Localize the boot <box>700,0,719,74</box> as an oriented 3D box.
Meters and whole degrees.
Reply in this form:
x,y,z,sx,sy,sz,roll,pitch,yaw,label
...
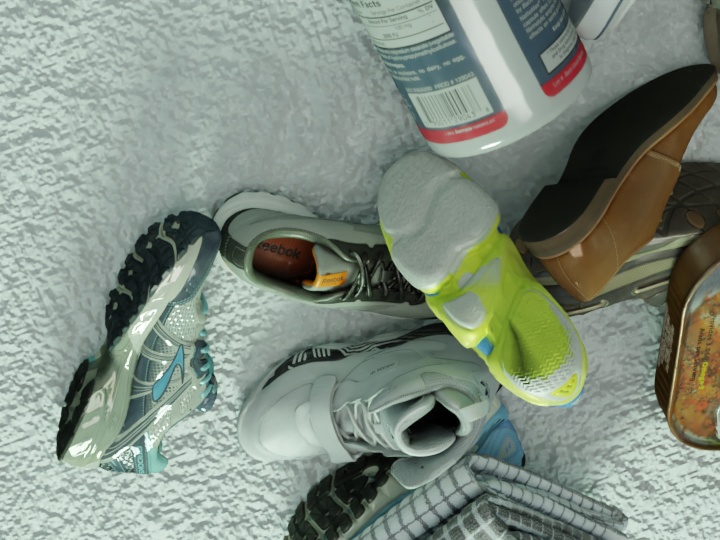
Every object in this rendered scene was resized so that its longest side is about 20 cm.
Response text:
x,y,z,sx,sy,sz,roll,pitch,yaw,label
0.284,-0.129,1.506,0.070,0.146,0.201,-15,105,-29,boot

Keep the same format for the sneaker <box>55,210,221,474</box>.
x,y,z,sx,sy,sz,roll,pitch,yaw,label
-0.130,0.050,1.551,0.086,0.078,0.200,19,115,-21,sneaker

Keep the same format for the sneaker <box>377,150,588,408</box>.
x,y,z,sx,sy,sz,roll,pitch,yaw,label
0.081,0.016,1.511,0.076,0.200,0.105,-33,153,2,sneaker

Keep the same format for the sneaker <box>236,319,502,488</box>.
x,y,z,sx,sy,sz,roll,pitch,yaw,label
0.003,0.096,1.544,0.199,0.115,0.075,-18,109,14,sneaker

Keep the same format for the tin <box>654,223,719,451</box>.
x,y,z,sx,sy,sz,roll,pitch,yaw,label
0.261,0.042,1.587,0.112,0.042,0.200,-7,133,-10,tin

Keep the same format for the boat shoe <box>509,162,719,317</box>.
x,y,z,sx,sy,sz,roll,pitch,yaw,label
0.195,-0.018,1.582,0.199,0.075,0.073,-12,135,-8,boat shoe

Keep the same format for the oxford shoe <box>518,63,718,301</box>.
x,y,z,sx,sy,sz,roll,pitch,yaw,label
0.178,-0.060,1.524,0.200,0.071,0.071,-49,119,-27,oxford shoe

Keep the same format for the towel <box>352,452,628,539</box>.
x,y,z,sx,sy,sz,roll,pitch,yaw,label
0.083,0.219,1.584,0.166,0.086,0.200,-42,137,21,towel

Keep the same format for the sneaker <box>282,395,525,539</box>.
x,y,z,sx,sy,sz,roll,pitch,yaw,label
0.033,0.169,1.613,0.200,0.078,0.090,-38,114,6,sneaker

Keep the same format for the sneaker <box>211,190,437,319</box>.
x,y,z,sx,sy,sz,roll,pitch,yaw,label
0.000,0.000,1.544,0.200,0.079,0.074,8,107,-13,sneaker

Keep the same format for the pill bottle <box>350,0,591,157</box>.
x,y,z,sx,sy,sz,roll,pitch,yaw,label
0.053,-0.184,1.463,0.119,0.120,0.200,-28,112,2,pill bottle

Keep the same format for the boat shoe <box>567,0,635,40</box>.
x,y,z,sx,sy,sz,roll,pitch,yaw,label
0.206,-0.227,1.497,0.065,0.074,0.200,29,104,-13,boat shoe
